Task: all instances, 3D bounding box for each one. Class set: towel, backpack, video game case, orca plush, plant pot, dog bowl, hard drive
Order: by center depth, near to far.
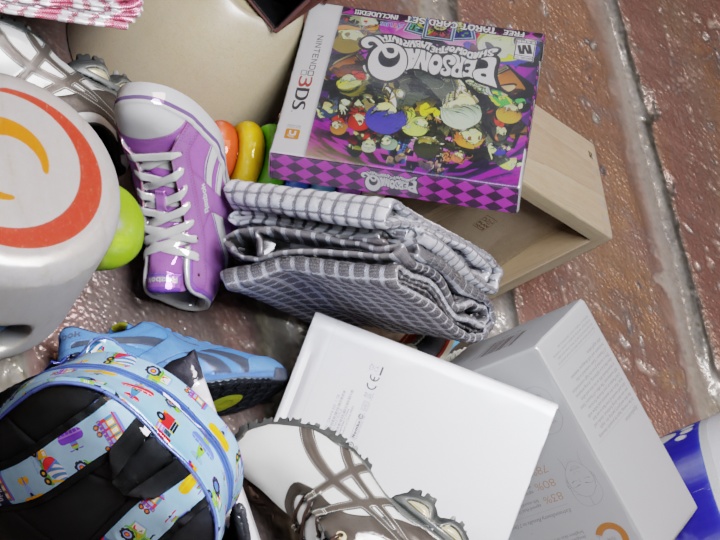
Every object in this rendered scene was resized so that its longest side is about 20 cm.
[{"bbox_3d":[-0.164,0.132,1.436,0.183,0.200,0.135,46,43,-4],"label":"backpack"},{"bbox_3d":[-0.121,0.163,1.542,0.105,0.071,0.200,-116,-172,-67],"label":"orca plush"},{"bbox_3d":[0.036,0.129,1.635,0.200,0.027,0.132,21,85,5],"label":"hard drive"},{"bbox_3d":[-0.270,-0.229,1.637,0.200,0.030,0.146,7,20,-13],"label":"towel"},{"bbox_3d":[0.000,0.000,1.666,0.200,0.165,0.086,28,72,-59],"label":"towel"},{"bbox_3d":[0.040,-0.133,1.707,0.200,0.036,0.181,9,49,5],"label":"video game case"},{"bbox_3d":[-0.123,-0.206,1.768,0.200,0.134,0.201,24,48,-28],"label":"plant pot"},{"bbox_3d":[0.316,0.227,1.829,0.200,0.079,0.200,56,19,-32],"label":"dog bowl"}]

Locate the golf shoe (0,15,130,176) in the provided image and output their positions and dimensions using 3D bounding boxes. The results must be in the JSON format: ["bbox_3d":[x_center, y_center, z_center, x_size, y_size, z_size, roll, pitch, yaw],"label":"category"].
[{"bbox_3d":[-0.254,-0.130,1.623,0.200,0.078,0.095,16,46,-32],"label":"golf shoe"}]

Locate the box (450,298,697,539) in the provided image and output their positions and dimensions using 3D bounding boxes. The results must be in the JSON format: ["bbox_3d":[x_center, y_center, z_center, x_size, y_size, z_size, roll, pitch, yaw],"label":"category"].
[{"bbox_3d":[0.161,0.145,1.717,0.200,0.124,0.097,61,37,-7],"label":"box"}]

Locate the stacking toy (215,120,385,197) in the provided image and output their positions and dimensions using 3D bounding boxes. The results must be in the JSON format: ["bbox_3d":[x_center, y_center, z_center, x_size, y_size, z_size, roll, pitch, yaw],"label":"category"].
[{"bbox_3d":[-0.081,-0.090,1.728,0.200,0.085,0.086,11,54,-21],"label":"stacking toy"}]

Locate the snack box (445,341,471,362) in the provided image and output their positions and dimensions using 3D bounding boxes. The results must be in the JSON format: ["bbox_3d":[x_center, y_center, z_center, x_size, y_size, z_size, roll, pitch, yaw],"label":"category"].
[{"bbox_3d":[0.085,0.145,1.773,0.116,0.037,0.200,42,42,-13],"label":"snack box"}]

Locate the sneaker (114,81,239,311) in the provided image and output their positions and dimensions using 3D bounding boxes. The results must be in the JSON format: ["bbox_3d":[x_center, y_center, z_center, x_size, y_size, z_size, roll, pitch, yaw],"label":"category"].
[{"bbox_3d":[-0.142,-0.047,1.624,0.201,0.073,0.114,65,31,-48],"label":"sneaker"}]

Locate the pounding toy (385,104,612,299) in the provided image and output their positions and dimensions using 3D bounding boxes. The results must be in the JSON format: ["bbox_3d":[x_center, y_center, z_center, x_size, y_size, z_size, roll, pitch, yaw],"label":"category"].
[{"bbox_3d":[0.075,-0.077,1.837,0.184,0.200,0.142,28,44,-44],"label":"pounding toy"}]

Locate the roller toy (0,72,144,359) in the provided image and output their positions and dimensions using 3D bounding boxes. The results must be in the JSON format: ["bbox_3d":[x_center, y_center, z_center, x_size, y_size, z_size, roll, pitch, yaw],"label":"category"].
[{"bbox_3d":[-0.275,-0.037,1.506,0.200,0.140,0.182,44,46,6],"label":"roller toy"}]

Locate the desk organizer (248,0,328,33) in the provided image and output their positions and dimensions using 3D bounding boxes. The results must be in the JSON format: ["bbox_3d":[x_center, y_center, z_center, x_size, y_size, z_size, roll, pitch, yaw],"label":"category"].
[{"bbox_3d":[-0.014,-0.274,1.662,0.072,0.200,0.077,50,43,-2],"label":"desk organizer"}]

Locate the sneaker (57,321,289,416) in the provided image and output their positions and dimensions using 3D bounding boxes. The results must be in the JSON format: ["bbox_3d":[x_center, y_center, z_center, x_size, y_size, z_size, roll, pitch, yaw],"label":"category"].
[{"bbox_3d":[-0.139,0.067,1.610,0.200,0.066,0.079,1,58,-41],"label":"sneaker"}]

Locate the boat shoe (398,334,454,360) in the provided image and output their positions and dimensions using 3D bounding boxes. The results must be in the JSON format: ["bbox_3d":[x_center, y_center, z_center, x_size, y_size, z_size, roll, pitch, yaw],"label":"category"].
[{"bbox_3d":[0.011,0.088,1.729,0.063,0.071,0.200,45,46,-3],"label":"boat shoe"}]

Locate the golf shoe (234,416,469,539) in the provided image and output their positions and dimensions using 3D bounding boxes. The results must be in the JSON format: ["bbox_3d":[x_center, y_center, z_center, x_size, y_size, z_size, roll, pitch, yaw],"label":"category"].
[{"bbox_3d":[-0.020,0.180,1.562,0.200,0.078,0.094,27,41,14],"label":"golf shoe"}]
